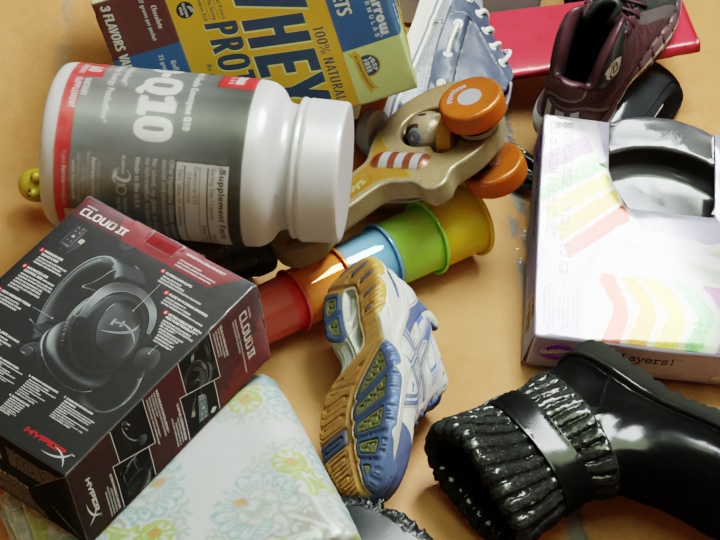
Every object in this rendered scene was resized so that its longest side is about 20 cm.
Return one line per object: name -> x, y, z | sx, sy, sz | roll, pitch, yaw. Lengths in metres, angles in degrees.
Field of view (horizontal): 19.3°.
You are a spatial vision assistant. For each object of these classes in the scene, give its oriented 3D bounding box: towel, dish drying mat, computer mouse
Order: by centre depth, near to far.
towel -> -0.116, 0.158, 1.317 | 0.199, 0.048, 0.171 | -24, 41, -7
computer mouse -> 0.210, -0.106, 1.654 | 0.140, 0.046, 0.200 | 35, 52, 25
dish drying mat -> 0.165, -0.185, 1.689 | 0.199, 0.018, 0.077 | -9, 48, -4

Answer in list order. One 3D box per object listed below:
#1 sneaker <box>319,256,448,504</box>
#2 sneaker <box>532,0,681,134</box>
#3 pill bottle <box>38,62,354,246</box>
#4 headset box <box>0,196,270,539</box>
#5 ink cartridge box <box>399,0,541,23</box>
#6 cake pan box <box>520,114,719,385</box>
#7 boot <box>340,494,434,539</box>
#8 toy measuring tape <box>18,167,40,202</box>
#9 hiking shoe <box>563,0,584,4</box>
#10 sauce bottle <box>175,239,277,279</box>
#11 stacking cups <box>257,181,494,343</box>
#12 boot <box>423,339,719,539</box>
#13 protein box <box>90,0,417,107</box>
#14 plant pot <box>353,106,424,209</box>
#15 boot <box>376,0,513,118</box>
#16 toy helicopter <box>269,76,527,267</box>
sneaker -> 0.026, 0.081, 1.421 | 0.088, 0.075, 0.200 | 36, 38, -30
sneaker -> 0.197, -0.193, 1.609 | 0.075, 0.116, 0.200 | 22, 65, 11
pill bottle -> -0.108, -0.077, 1.433 | 0.199, 0.114, 0.114 | 5, 46, 5
headset box -> -0.165, 0.052, 1.343 | 0.149, 0.077, 0.200 | 27, 55, 27
ink cartridge box -> 0.083, -0.299, 1.792 | 0.145, 0.084, 0.200 | 7, 45, -1
cake pan box -> 0.215, -0.017, 1.542 | 0.183, 0.052, 0.201 | 9, 59, -3
boot -> 0.012, 0.234, 1.287 | 0.198, 0.074, 0.162 | 27, 49, 23
toy measuring tape -> -0.150, -0.048, 1.528 | 0.199, 0.074, 0.074 | 9, 46, 1
hiking shoe -> 0.206, -0.271, 1.802 | 0.086, 0.074, 0.201 | 2, 56, -17
sauce bottle -> -0.152, 0.013, 1.476 | 0.199, 0.065, 0.065 | -19, 52, -24
stacking cups -> 0.000, 0.000, 1.524 | 0.200, 0.061, 0.061 | -26, 55, -22
boot -> 0.161, 0.140, 1.388 | 0.158, 0.080, 0.211 | -27, 45, -37
protein box -> -0.077, -0.199, 1.561 | 0.199, 0.135, 0.199 | -17, 27, 5
plant pot -> 0.010, -0.114, 1.647 | 0.199, 0.028, 0.201 | 4, 47, -4
boot -> 0.083, -0.169, 1.628 | 0.090, 0.073, 0.201 | 17, 64, 14
toy helicopter -> 0.013, -0.073, 1.515 | 0.200, 0.079, 0.132 | -37, 42, -15
